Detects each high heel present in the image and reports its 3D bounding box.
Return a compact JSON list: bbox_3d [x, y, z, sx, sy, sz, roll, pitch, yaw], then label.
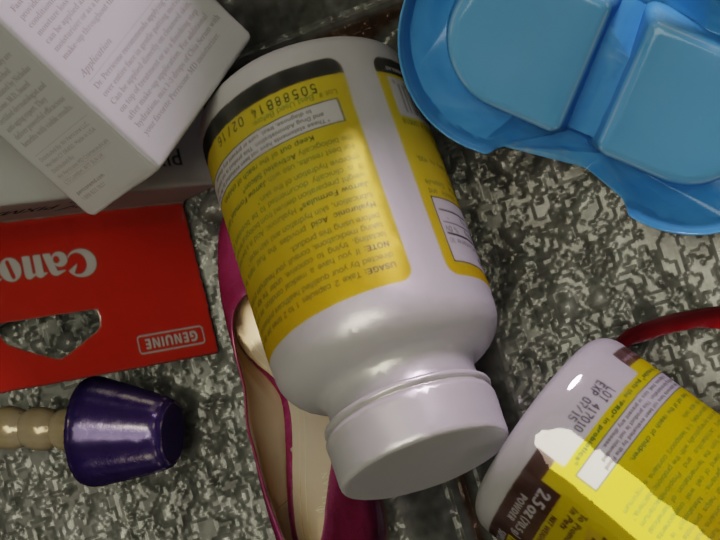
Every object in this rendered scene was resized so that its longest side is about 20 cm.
[{"bbox_3d":[-0.039,0.057,0.819,0.067,0.096,0.202,-16,83,15],"label":"high heel"}]

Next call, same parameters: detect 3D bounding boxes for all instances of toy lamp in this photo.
[{"bbox_3d":[-0.191,0.085,0.877,0.198,0.058,0.059,-2,87,18],"label":"toy lamp"}]

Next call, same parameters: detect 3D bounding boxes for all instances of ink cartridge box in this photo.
[{"bbox_3d":[-0.158,-0.034,0.812,0.043,0.199,0.175,-23,79,48],"label":"ink cartridge box"}]

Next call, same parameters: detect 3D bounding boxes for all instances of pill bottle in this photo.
[{"bbox_3d":[0.158,0.128,0.750,0.200,0.109,0.110,36,97,15],"label":"pill bottle"},{"bbox_3d":[0.000,0.000,0.782,0.111,0.111,0.201,-25,66,14],"label":"pill bottle"}]

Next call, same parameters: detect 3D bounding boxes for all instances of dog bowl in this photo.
[{"bbox_3d":[0.116,-0.095,0.781,0.199,0.050,0.112,23,109,3],"label":"dog bowl"}]

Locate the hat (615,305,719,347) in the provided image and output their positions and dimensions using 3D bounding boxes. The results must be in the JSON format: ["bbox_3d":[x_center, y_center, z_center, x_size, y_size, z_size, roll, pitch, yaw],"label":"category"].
[{"bbox_3d":[0.254,-0.021,0.777,0.199,0.176,0.167,9,87,-21],"label":"hat"}]

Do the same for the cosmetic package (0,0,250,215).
[{"bbox_3d":[-0.160,-0.134,0.768,0.200,0.102,0.071,44,141,-17],"label":"cosmetic package"}]

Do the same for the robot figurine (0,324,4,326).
[{"bbox_3d":[-0.247,-0.031,0.876,0.199,0.113,0.170,-31,116,13],"label":"robot figurine"}]
